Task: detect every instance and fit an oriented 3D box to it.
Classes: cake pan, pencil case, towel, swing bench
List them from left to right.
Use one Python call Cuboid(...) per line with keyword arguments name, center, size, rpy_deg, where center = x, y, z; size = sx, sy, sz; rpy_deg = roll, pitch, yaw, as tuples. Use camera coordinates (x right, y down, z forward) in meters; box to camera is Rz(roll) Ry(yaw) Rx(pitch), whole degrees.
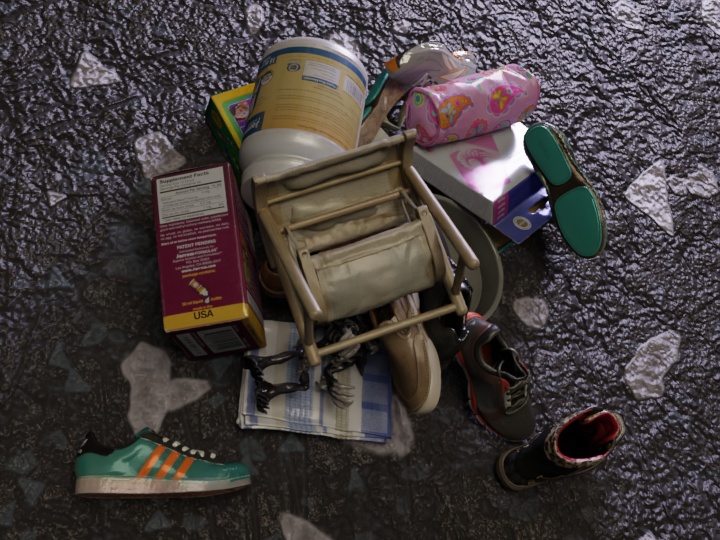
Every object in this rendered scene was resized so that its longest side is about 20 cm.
Cuboid(name="towel", center=(-0.055, 0.141, 1.272), size=(0.199, 0.024, 0.147), rpy_deg=(9, 63, -17))
Cuboid(name="swing bench", center=(0.001, -0.030, 1.141), size=(0.198, 0.130, 0.200), rpy_deg=(-17, 62, -12))
Cuboid(name="cake pan", center=(0.097, -0.007, 1.332), size=(0.200, 0.037, 0.201), rpy_deg=(12, 61, -22))
Cuboid(name="pencil case", center=(0.157, -0.233, 1.403), size=(0.200, 0.087, 0.088), rpy_deg=(-21, 76, -31))

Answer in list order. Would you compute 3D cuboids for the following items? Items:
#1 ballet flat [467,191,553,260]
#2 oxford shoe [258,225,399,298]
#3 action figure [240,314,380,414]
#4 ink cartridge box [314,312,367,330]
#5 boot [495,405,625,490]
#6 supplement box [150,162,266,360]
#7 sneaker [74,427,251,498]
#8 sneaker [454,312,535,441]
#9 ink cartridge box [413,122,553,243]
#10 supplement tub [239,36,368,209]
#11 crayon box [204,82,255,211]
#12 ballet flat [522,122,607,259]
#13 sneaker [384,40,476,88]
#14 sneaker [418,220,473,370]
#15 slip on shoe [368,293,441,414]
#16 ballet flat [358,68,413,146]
Cuboid(name="ballet flat", center=(0.234, -0.081, 1.437), size=(0.200, 0.069, 0.063), rpy_deg=(-30, 83, -27))
Cuboid(name="oxford shoe", center=(-0.033, -0.032, 1.241), size=(0.200, 0.071, 0.071), rpy_deg=(-31, 75, -15))
Cuboid(name="action figure", center=(-0.037, 0.109, 1.216), size=(0.199, 0.119, 0.102), rpy_deg=(-21, 34, -24))
Cuboid(name="ink cartridge box", center=(0.000, 0.000, 1.331), size=(0.200, 0.050, 0.109), rpy_deg=(-16, 74, -34))
Cuboid(name="boot", center=(0.284, 0.216, 1.280), size=(0.199, 0.151, 0.073), rpy_deg=(-14, 73, -23))
Cuboid(name="supplement box", center=(-0.183, -0.009, 1.218), size=(0.103, 0.131, 0.201), rpy_deg=(-10, 69, 2))
Cuboid(name="sneaker", center=(-0.224, 0.219, 1.153), size=(0.199, 0.071, 0.080), rpy_deg=(3, 71, -16))
Cuboid(name="sneaker", center=(0.182, 0.147, 1.280), size=(0.077, 0.082, 0.200), rpy_deg=(-41, 116, -21))
Cuboid(name="ink cartridge box", center=(0.198, -0.145, 1.416), size=(0.200, 0.043, 0.196), rpy_deg=(35, 46, 20))
Cuboid(name="supplement tub", center=(-0.073, -0.175, 1.265), size=(0.144, 0.145, 0.201), rpy_deg=(15, 64, -12))
Cuboid(name="crayon box", center=(-0.113, -0.159, 1.360), size=(0.119, 0.058, 0.200), rpy_deg=(-23, 77, -26))
Cuboid(name="ballet flat", center=(0.289, -0.113, 1.383), size=(0.074, 0.074, 0.201), rpy_deg=(-21, 89, -25))
Cuboid(name="sneaker", center=(0.115, -0.270, 1.446), size=(0.200, 0.076, 0.092), rpy_deg=(-6, 76, -49))
Cuboid(name="sneaker", center=(0.101, 0.018, 1.243), size=(0.076, 0.091, 0.201), rpy_deg=(4, 63, -28))
Cuboid(name="slip on shoe", center=(0.043, 0.075, 1.198), size=(0.060, 0.076, 0.201), rpy_deg=(6, 65, -34))
Cuboid(name="ballet flat", center=(0.024, -0.212, 1.428), size=(0.067, 0.068, 0.200), rpy_deg=(41, 61, -15))
